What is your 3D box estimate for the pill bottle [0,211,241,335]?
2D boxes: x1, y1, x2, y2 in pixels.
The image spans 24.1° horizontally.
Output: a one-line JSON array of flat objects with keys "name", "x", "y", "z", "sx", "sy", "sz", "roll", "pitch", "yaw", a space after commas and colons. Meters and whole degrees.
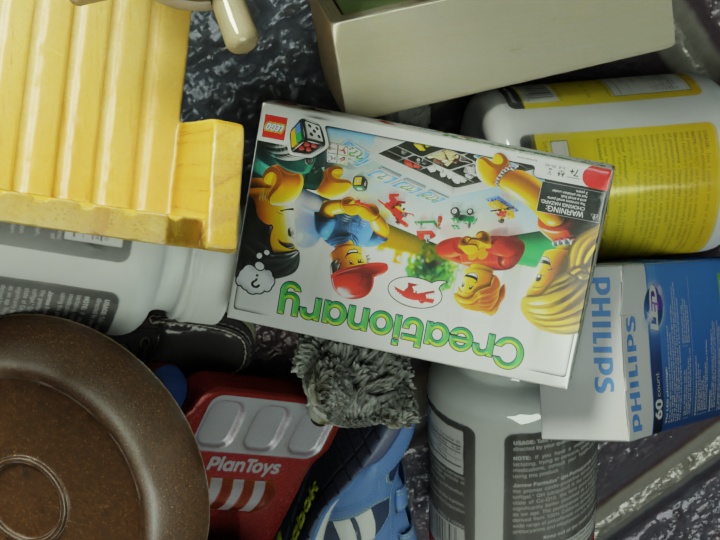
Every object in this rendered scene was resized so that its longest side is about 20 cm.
[{"name": "pill bottle", "x": -0.175, "y": -0.022, "z": 0.980, "sx": 0.200, "sy": 0.111, "sz": 0.111, "roll": 9, "pitch": 114, "yaw": -17}]

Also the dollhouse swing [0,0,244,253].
[{"name": "dollhouse swing", "x": -0.162, "y": -0.111, "z": 0.867, "sx": 0.200, "sy": 0.182, "sz": 0.176, "roll": 9, "pitch": 90, "yaw": -17}]

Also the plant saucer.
[{"name": "plant saucer", "x": -0.182, "y": 0.125, "z": 0.953, "sx": 0.200, "sy": 0.034, "sz": 0.200, "roll": 6, "pitch": 106, "yaw": 20}]

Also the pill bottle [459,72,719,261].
[{"name": "pill bottle", "x": 0.168, "y": -0.063, "z": 1.038, "sx": 0.200, "sy": 0.112, "sz": 0.112, "roll": -5, "pitch": 118, "yaw": -10}]

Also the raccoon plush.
[{"name": "raccoon plush", "x": 0.000, "y": 0.000, "z": 1.017, "sx": 0.097, "sy": 0.134, "sz": 0.200, "roll": 1, "pitch": 116, "yaw": -14}]

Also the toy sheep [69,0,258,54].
[{"name": "toy sheep", "x": -0.098, "y": -0.201, "z": 0.878, "sx": 0.138, "sy": 0.138, "sz": 0.200, "roll": -19, "pitch": 81, "yaw": -3}]

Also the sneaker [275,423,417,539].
[{"name": "sneaker", "x": 0.003, "y": 0.158, "z": 1.139, "sx": 0.082, "sy": 0.074, "sz": 0.200, "roll": 12, "pitch": 121, "yaw": -19}]

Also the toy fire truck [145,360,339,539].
[{"name": "toy fire truck", "x": -0.121, "y": 0.132, "z": 1.050, "sx": 0.200, "sy": 0.112, "sz": 0.168, "roll": 12, "pitch": 111, "yaw": -39}]

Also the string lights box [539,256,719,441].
[{"name": "string lights box", "x": 0.180, "y": 0.044, "z": 1.043, "sx": 0.200, "sy": 0.059, "sz": 0.103, "roll": -2, "pitch": 90, "yaw": -57}]

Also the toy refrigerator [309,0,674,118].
[{"name": "toy refrigerator", "x": 0.076, "y": -0.153, "z": 0.992, "sx": 0.200, "sy": 0.076, "sz": 0.070, "roll": -14, "pitch": 119, "yaw": -5}]

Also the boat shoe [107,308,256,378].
[{"name": "boat shoe", "x": -0.162, "y": 0.052, "z": 1.045, "sx": 0.200, "sy": 0.065, "sz": 0.072, "roll": 6, "pitch": 119, "yaw": -15}]

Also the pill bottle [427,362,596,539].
[{"name": "pill bottle", "x": 0.099, "y": 0.105, "z": 1.100, "sx": 0.111, "sy": 0.111, "sz": 0.200, "roll": -7, "pitch": 118, "yaw": -10}]

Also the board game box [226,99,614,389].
[{"name": "board game box", "x": 0.033, "y": -0.016, "z": 0.951, "sx": 0.200, "sy": 0.035, "sz": 0.126, "roll": 11, "pitch": 100, "yaw": 8}]
